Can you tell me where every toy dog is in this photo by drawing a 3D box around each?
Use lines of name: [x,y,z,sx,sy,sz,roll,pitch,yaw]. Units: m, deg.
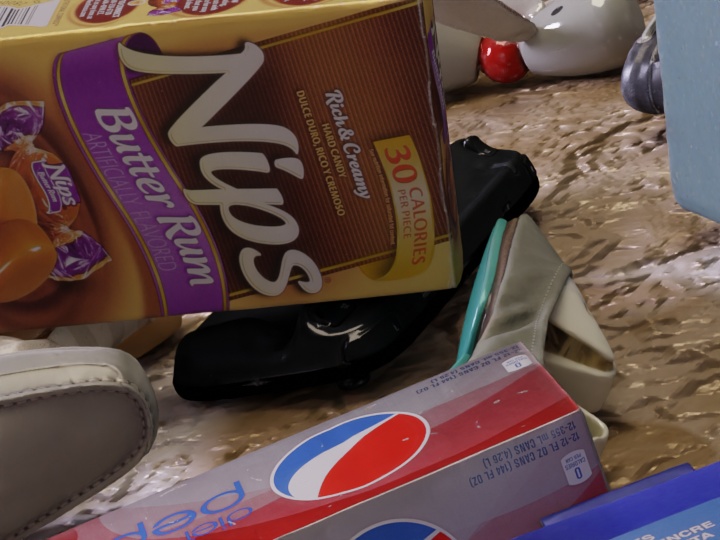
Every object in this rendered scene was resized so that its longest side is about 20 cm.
toy dog: [0.030,-0.132,1.361,0.199,0.097,0.132,-15,20,-4]

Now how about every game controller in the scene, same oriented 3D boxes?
game controller: [0.000,0.000,1.130,0.104,0.042,0.200,-19,14,31]

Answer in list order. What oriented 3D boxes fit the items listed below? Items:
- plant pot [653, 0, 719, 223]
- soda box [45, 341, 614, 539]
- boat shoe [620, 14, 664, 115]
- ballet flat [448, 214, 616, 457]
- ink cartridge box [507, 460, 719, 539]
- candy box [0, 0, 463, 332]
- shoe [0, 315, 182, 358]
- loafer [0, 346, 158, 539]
plant pot: [0.241,-0.101,1.026,0.195,0.197,0.200,-21,31,-20]
soda box: [-0.024,0.094,0.814,0.199,0.064,0.070,-23,20,-5]
boat shoe: [0.176,-0.124,1.293,0.067,0.072,0.200,0,31,29]
ballet flat: [0.056,0.043,0.953,0.063,0.068,0.200,18,26,5]
ink cartridge box: [0.109,0.107,0.706,0.136,0.077,0.200,-19,19,-14]
candy box: [-0.066,-0.046,1.036,0.199,0.117,0.057,-6,23,5]
shoe: [-0.136,0.037,1.080,0.070,0.054,0.200,-3,22,27]
loafer: [-0.159,0.086,0.954,0.199,0.070,0.070,-25,27,-9]
